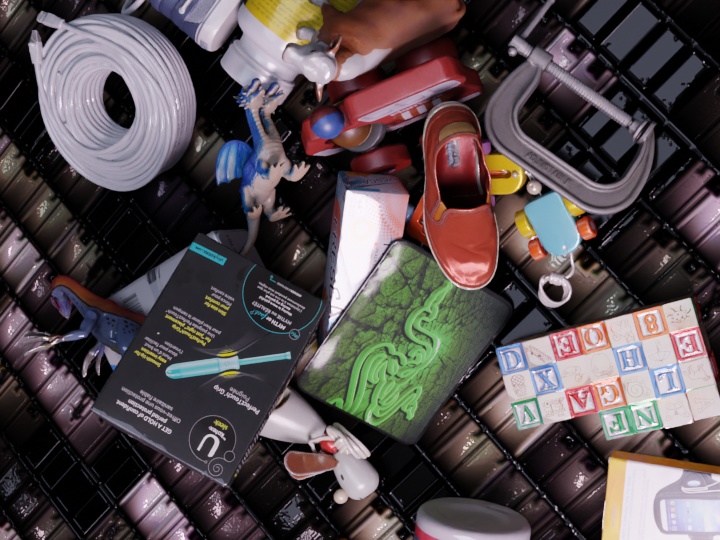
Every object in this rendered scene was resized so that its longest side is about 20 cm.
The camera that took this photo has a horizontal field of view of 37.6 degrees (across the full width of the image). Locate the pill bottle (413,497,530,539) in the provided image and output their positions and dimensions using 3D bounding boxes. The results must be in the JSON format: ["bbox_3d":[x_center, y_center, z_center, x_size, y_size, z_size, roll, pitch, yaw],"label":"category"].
[{"bbox_3d":[0.106,0.349,1.094,0.119,0.120,0.201,8,96,21],"label":"pill bottle"}]

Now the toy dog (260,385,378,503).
[{"bbox_3d":[-0.081,0.189,1.164,0.200,0.132,0.096,39,76,24],"label":"toy dog"}]

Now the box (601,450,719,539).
[{"bbox_3d":[0.341,0.253,1.040,0.199,0.041,0.120,6,95,19],"label":"box"}]

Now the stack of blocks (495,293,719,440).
[{"bbox_3d":[0.249,0.105,1.056,0.199,0.059,0.116,-16,87,21],"label":"stack of blocks"}]

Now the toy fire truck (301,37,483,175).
[{"bbox_3d":[0.025,-0.165,1.072,0.199,0.168,0.113,-18,86,21],"label":"toy fire truck"}]

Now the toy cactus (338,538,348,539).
[{"bbox_3d":[-0.041,0.392,1.183,0.199,0.102,0.166,-23,103,18],"label":"toy cactus"}]

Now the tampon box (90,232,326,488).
[{"bbox_3d":[-0.147,0.094,1.057,0.149,0.126,0.201,29,76,1],"label":"tampon box"}]

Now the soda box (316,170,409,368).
[{"bbox_3d":[0.000,0.000,1.110,0.068,0.064,0.201,3,112,-11],"label":"soda box"}]

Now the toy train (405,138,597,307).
[{"bbox_3d":[0.145,-0.054,1.096,0.199,0.056,0.151,27,117,13],"label":"toy train"}]

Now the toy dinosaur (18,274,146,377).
[{"bbox_3d":[-0.270,0.067,1.181,0.199,0.105,0.182,-27,71,-12],"label":"toy dinosaur"}]

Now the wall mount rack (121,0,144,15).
[{"bbox_3d":[-0.224,-0.364,1.167,0.200,0.174,0.074,-42,118,18],"label":"wall mount rack"}]

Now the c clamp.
[{"bbox_3d":[0.214,-0.158,1.045,0.200,0.027,0.171,41,74,6],"label":"c clamp"}]

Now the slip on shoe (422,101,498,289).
[{"bbox_3d":[0.098,-0.062,1.025,0.074,0.061,0.201,-10,123,-1],"label":"slip on shoe"}]

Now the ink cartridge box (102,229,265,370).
[{"bbox_3d":[-0.192,0.063,1.214,0.199,0.086,0.147,-30,82,19],"label":"ink cartridge box"}]

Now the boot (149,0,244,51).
[{"bbox_3d":[-0.140,-0.344,1.154,0.090,0.073,0.200,37,85,3],"label":"boot"}]

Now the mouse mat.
[{"bbox_3d":[0.047,0.080,1.114,0.160,0.008,0.200,29,106,-20],"label":"mouse mat"}]

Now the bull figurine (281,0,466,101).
[{"bbox_3d":[0.003,-0.238,1.039,0.122,0.199,0.065,51,155,40],"label":"bull figurine"}]

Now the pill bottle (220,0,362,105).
[{"bbox_3d":[-0.062,-0.281,1.131,0.111,0.111,0.200,41,106,15],"label":"pill bottle"}]

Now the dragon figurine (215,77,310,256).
[{"bbox_3d":[-0.114,-0.104,1.124,0.100,0.059,0.201,50,130,34],"label":"dragon figurine"}]

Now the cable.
[{"bbox_3d":[-0.285,-0.195,1.228,0.199,0.069,0.201,13,115,22],"label":"cable"}]
